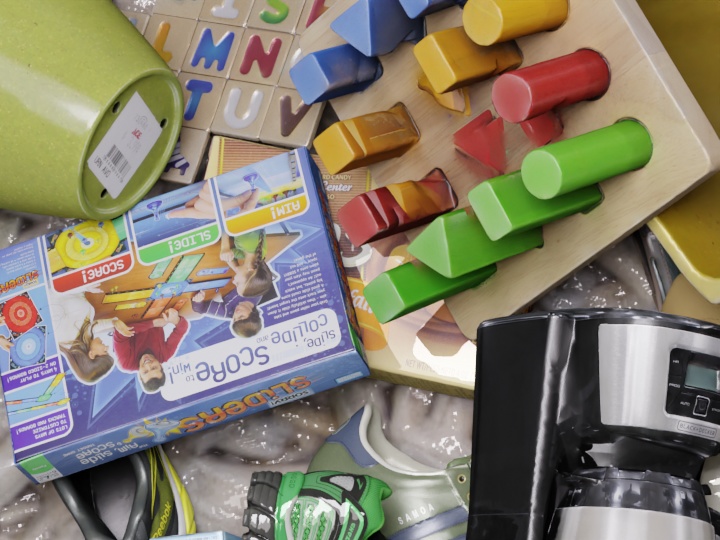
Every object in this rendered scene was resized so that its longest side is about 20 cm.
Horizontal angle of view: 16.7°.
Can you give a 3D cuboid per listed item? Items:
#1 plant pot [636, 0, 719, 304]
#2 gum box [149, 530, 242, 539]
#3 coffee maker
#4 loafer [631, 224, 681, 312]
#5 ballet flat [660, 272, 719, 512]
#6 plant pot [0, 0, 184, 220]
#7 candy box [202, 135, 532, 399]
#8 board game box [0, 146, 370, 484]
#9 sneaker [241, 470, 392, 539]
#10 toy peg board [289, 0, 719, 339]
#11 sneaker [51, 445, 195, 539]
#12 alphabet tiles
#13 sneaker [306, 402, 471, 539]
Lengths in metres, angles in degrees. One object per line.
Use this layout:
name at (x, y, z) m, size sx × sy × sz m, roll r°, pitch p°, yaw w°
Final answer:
plant pot at (0.239, -0.130, 1.305) m, size 0.194 × 0.200 × 0.196 m, roll -46°, pitch 72°, yaw 36°
gum box at (-0.066, 0.247, 1.319) m, size 0.044 × 0.170 × 0.200 m, roll -7°, pitch 78°, yaw 8°
coffee maker at (0.103, 0.124, 1.246) m, size 0.192 × 0.135 × 0.200 m, roll -2°, pitch 75°, yaw 30°
loafer at (0.152, -0.054, 1.388) m, size 0.063 × 0.072 × 0.200 m, roll -32°, pitch 78°, yaw 9°
ballet flat at (0.193, 0.094, 1.312) m, size 0.068 × 0.063 × 0.200 m, roll -6°, pitch 83°, yaw 12°
plant pot at (-0.205, -0.110, 1.383) m, size 0.200 × 0.187 × 0.187 m, roll 28°, pitch 86°, yaw 23°
candy box at (0.000, 0.000, 1.409) m, size 0.200 × 0.055 × 0.116 m, roll 11°, pitch 80°, yaw 13°
board game box at (-0.105, 0.025, 1.361) m, size 0.200 × 0.034 × 0.136 m, roll -18°, pitch 61°, yaw 8°
sneaker at (-0.005, 0.197, 1.323) m, size 0.085 × 0.078 × 0.200 m, roll -4°, pitch 121°, yaw 13°
toy peg board at (0.050, -0.083, 1.277) m, size 0.200 × 0.098 × 0.199 m, roll -38°, pitch 78°, yaw 41°
sneaker at (-0.152, 0.082, 1.408) m, size 0.074 × 0.085 × 0.200 m, roll -28°, pitch 76°, yaw 3°
alphabet tiles at (-0.100, -0.131, 1.440) m, size 0.200 × 0.008 × 0.167 m, roll 11°, pitch 74°, yaw 28°
sneaker at (0.059, 0.144, 1.366) m, size 0.200 × 0.067 × 0.090 m, roll 27°, pitch 91°, yaw 17°
